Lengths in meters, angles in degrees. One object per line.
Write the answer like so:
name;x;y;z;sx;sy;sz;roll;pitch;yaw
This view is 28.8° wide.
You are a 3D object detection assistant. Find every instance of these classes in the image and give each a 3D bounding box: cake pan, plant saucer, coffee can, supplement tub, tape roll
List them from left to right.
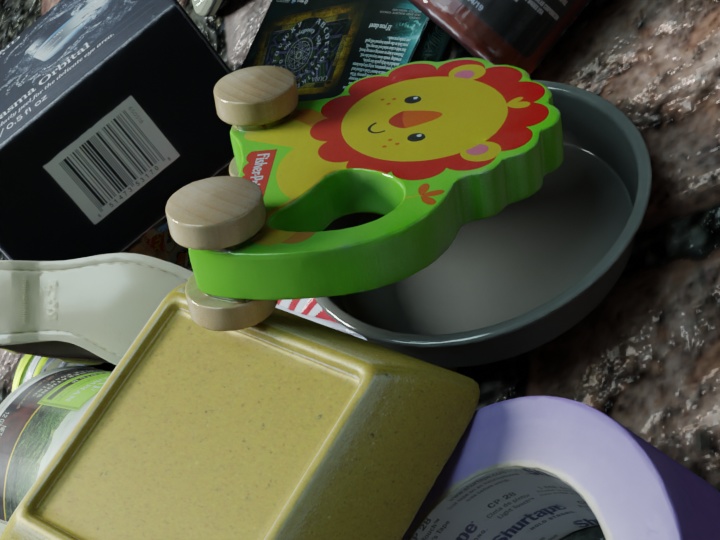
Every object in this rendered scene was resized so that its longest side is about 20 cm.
coffee can;-0.124;0.137;0.839;0.198;0.146;0.148;1;66;48
plant saucer;-0.072;0.095;0.678;0.198;0.049;0.201;17;63;35
cake pan;0.064;-0.026;0.771;0.197;0.037;0.202;-14;43;13
tape roll;0.083;0.167;0.639;0.199;0.085;0.202;-27;49;34
supplement tub;0.118;-0.219;0.843;0.201;0.106;0.107;-50;38;9

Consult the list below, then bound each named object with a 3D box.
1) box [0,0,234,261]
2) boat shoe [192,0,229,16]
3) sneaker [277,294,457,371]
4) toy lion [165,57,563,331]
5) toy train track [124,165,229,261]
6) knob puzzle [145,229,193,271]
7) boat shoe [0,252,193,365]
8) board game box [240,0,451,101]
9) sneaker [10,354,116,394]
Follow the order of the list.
box;-0.191;-0.111;1.007;0.196;0.118;0.200;-38;29;0
boat shoe;-0.080;-0.287;1.148;0.201;0.062;0.075;-54;40;31
sneaker;0.000;0.000;0.855;0.199;0.071;0.114;10;76;53
toy lion;0.011;-0.054;0.733;0.189;0.069;0.201;-3;33;9
toy train track;-0.135;-0.033;1.007;0.198;0.032;0.116;-27;44;29
knob puzzle;-0.139;0.008;1.033;0.218;0.030;0.223;-25;54;38
boat shoe;-0.172;0.027;0.903;0.197;0.060;0.073;2;85;6
board game box;-0.021;-0.144;1.008;0.199;0.028;0.137;19;82;52
sneaker;-0.212;0.142;0.979;0.080;0.073;0.203;-10;70;45
